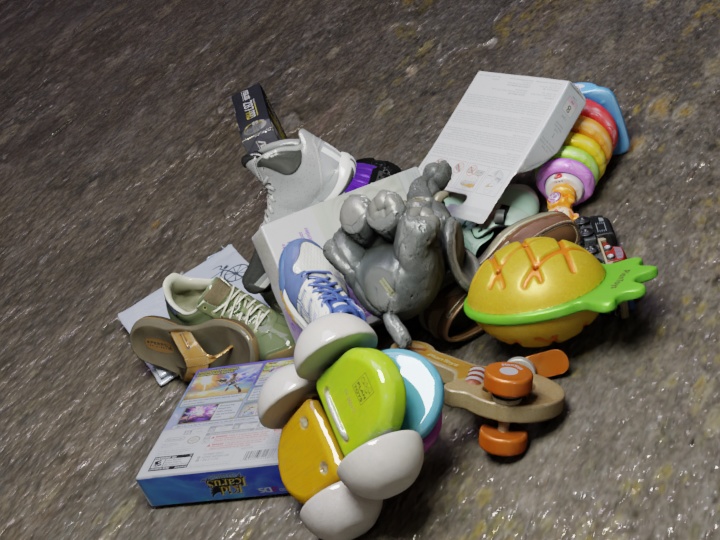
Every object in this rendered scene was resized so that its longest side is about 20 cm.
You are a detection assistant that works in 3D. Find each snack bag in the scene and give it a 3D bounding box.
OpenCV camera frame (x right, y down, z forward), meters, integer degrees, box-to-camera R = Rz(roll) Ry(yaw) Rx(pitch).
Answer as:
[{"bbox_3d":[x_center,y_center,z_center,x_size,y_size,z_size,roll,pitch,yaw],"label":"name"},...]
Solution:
[{"bbox_3d":[-0.204,0.053,1.908,0.188,0.022,0.200,-33,32,-12],"label":"snack bag"}]

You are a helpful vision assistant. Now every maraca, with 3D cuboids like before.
[{"bbox_3d":[0.198,0.020,1.529,0.198,0.108,0.137,-6,24,30],"label":"maraca"}]

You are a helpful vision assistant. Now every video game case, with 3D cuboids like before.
[{"bbox_3d":[-0.116,0.167,1.621,0.198,0.046,0.182,-9,33,26],"label":"video game case"}]

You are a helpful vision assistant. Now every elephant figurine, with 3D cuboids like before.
[{"bbox_3d":[0.065,-0.023,1.607,0.141,0.156,0.199,31,17,25],"label":"elephant figurine"}]

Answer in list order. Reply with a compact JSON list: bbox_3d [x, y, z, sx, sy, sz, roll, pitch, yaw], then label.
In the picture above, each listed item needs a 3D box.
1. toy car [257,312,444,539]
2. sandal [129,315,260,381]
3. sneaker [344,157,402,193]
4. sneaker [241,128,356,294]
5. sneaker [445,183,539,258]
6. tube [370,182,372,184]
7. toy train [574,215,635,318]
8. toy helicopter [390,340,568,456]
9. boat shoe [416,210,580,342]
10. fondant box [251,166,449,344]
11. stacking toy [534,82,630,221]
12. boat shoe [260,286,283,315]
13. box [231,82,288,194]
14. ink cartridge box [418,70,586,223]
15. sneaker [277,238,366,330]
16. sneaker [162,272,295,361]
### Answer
[{"bbox_3d":[0.006,0.145,1.439,0.149,0.200,0.176,-5,57,-35],"label":"toy car"},{"bbox_3d":[-0.198,0.095,1.755,0.199,0.081,0.054,6,23,34],"label":"sandal"},{"bbox_3d":[0.015,-0.099,1.950,0.099,0.070,0.200,-24,28,-4],"label":"sneaker"},{"bbox_3d":[-0.103,-0.078,1.750,0.201,0.115,0.075,-52,12,11],"label":"sneaker"},{"bbox_3d":[0.107,-0.043,1.770,0.199,0.074,0.118,-13,24,16],"label":"sneaker"},{"bbox_3d":[0.000,0.000,1.743,0.201,0.077,0.050,-61,3,-18],"label":"tube"},{"bbox_3d":[0.266,-0.006,1.635,0.045,0.034,0.201,-10,29,4],"label":"toy train"},{"bbox_3d":[0.116,0.103,1.509,0.199,0.080,0.132,19,26,38],"label":"toy helicopter"},{"bbox_3d":[0.157,0.015,1.649,0.199,0.076,0.074,-36,34,-4],"label":"boat shoe"},{"bbox_3d":[-0.001,-0.011,1.688,0.199,0.145,0.058,-22,-5,-18],"label":"fondant box"},{"bbox_3d":[0.243,-0.116,1.788,0.115,0.110,0.201,-7,44,25],"label":"stacking toy"},{"bbox_3d":[-0.034,-0.017,1.795,0.200,0.062,0.072,-44,40,6],"label":"boat shoe"},{"bbox_3d":[-0.099,-0.120,1.934,0.049,0.201,0.162,-23,27,5],"label":"box"},{"bbox_3d":[0.153,-0.139,1.787,0.162,0.057,0.201,16,74,51],"label":"ink cartridge box"},{"bbox_3d":[-0.025,0.043,1.574,0.075,0.088,0.201,-9,64,-26],"label":"sneaker"},{"bbox_3d":[-0.155,0.052,1.776,0.199,0.090,0.067,12,49,35],"label":"sneaker"}]
